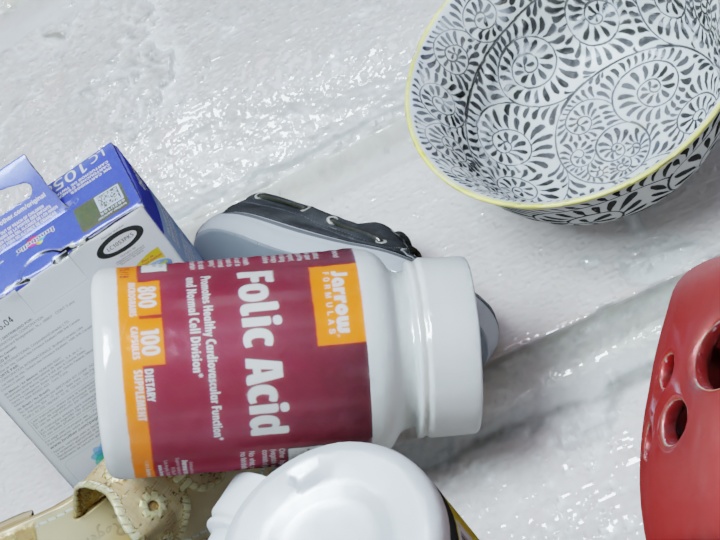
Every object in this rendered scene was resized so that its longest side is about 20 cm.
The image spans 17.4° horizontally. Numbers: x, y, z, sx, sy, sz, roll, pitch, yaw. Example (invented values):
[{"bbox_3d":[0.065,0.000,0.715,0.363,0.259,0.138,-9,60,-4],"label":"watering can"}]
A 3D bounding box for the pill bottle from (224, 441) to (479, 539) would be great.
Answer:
[{"bbox_3d":[0.022,0.176,1.145,0.114,0.200,0.114,-13,54,18],"label":"pill bottle"}]

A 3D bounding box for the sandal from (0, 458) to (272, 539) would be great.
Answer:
[{"bbox_3d":[-0.134,0.143,1.312,0.212,0.078,0.070,-30,13,5],"label":"sandal"}]

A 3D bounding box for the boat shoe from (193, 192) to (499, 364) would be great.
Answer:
[{"bbox_3d":[0.000,0.000,1.371,0.200,0.070,0.066,16,43,29],"label":"boat shoe"}]

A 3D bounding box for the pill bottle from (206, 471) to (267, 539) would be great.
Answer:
[{"bbox_3d":[-0.077,0.212,1.224,0.120,0.120,0.200,18,67,35],"label":"pill bottle"}]

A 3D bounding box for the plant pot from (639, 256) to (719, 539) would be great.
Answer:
[{"bbox_3d":[0.221,0.110,1.097,0.200,0.200,0.183,8,70,31],"label":"plant pot"}]

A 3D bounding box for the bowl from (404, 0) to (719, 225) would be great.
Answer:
[{"bbox_3d":[0.135,-0.095,1.344,0.201,0.094,0.201,-13,54,19],"label":"bowl"}]

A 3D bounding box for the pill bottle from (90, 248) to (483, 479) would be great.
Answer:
[{"bbox_3d":[-0.039,0.048,1.251,0.200,0.114,0.114,-5,53,-4],"label":"pill bottle"}]

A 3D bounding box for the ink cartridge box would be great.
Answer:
[{"bbox_3d":[-0.152,0.025,1.332,0.136,0.200,0.076,-33,38,2],"label":"ink cartridge box"}]
